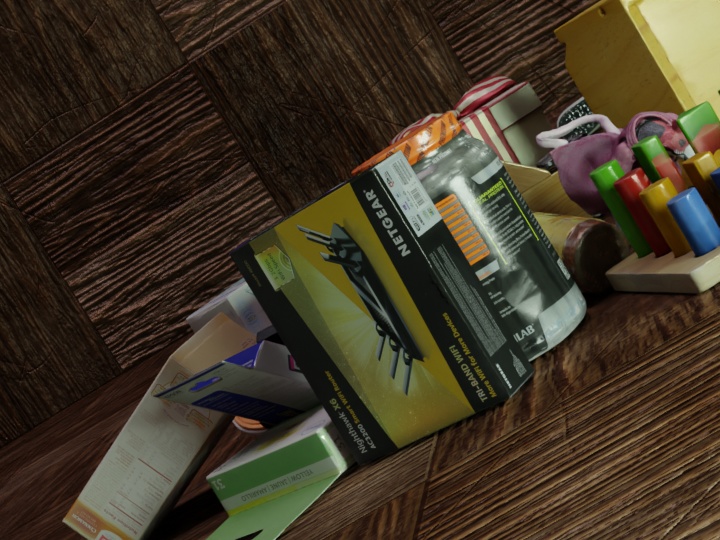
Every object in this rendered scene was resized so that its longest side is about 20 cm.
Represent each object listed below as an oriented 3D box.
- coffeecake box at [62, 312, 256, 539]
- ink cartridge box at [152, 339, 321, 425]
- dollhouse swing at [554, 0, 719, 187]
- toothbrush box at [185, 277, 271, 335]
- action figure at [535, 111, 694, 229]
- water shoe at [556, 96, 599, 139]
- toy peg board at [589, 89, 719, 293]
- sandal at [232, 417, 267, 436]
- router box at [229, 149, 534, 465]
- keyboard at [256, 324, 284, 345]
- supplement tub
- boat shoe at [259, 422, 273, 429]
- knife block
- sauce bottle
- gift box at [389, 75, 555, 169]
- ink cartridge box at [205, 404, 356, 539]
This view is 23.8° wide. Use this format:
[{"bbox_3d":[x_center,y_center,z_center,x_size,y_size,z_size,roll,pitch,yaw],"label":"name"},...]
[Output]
[{"bbox_3d":[-0.176,0.154,1.593,0.200,0.073,0.154,-55,-2,19],"label":"coffeecake box"},{"bbox_3d":[-0.071,0.100,1.465,0.200,0.037,0.095,16,-31,-42],"label":"ink cartridge box"},{"bbox_3d":[0.338,-0.212,1.683,0.176,0.200,0.182,-35,6,-23],"label":"dollhouse swing"},{"bbox_3d":[-0.071,0.057,1.883,0.085,0.147,0.200,-27,6,47],"label":"toothbrush box"},{"bbox_3d":[0.265,-0.115,1.586,0.134,0.149,0.200,-27,-10,-12],"label":"action figure"},{"bbox_3d":[0.394,-0.275,2.686,0.200,0.072,0.079,-31,3,7],"label":"water shoe"},{"bbox_3d":[0.282,-0.076,1.318,0.200,0.098,0.199,-33,5,-8],"label":"toy peg board"},{"bbox_3d":[-0.051,0.090,1.757,0.206,0.079,0.059,-32,-26,-16],"label":"sandal"},{"bbox_3d":[0.015,0.031,1.306,0.157,0.200,0.052,-29,5,35],"label":"router box"},{"bbox_3d":[-0.006,0.019,1.560,0.200,0.040,0.104,-28,-34,24],"label":"keyboard"},{"bbox_3d":[0.084,-0.020,1.377,0.122,0.200,0.123,-31,5,3],"label":"supplement tub"},{"bbox_3d":[-0.013,0.102,1.641,0.202,0.075,0.075,-28,32,22],"label":"boat shoe"},{"bbox_3d":[0.211,-0.056,1.839,0.064,0.175,0.200,-135,58,-86],"label":"knife block"},{"bbox_3d":[0.155,-0.021,1.492,0.066,0.066,0.200,-34,22,-21],"label":"sauce bottle"},{"bbox_3d":[0.135,-0.110,2.011,0.184,0.187,0.200,-33,6,-15],"label":"gift box"},{"bbox_3d":[-0.071,0.169,1.388,0.145,0.048,0.200,-27,5,40],"label":"ink cartridge box"}]
